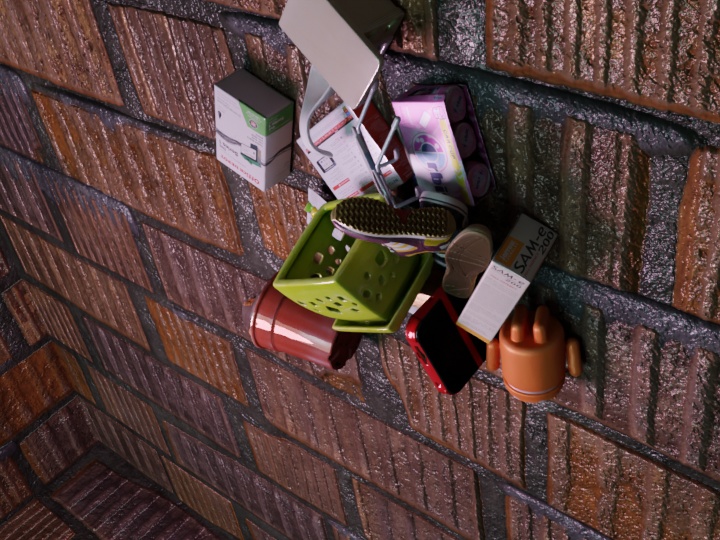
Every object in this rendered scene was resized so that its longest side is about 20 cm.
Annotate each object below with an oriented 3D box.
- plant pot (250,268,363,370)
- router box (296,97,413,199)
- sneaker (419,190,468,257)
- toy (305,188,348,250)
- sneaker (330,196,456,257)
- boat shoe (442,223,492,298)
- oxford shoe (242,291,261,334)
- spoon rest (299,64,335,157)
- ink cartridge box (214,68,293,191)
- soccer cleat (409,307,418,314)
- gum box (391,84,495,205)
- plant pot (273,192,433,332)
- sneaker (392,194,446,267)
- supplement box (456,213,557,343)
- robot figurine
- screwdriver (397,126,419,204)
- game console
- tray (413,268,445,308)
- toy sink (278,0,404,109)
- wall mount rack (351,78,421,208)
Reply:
[{"bbox_3d":[-0.107,0.117,2.005,0.195,0.201,0.201,22,139,23],"label":"plant pot"},{"bbox_3d":[-0.010,-0.214,1.670,0.180,0.049,0.200,54,147,-8],"label":"router box"},{"bbox_3d":[0.141,-0.072,1.522,0.078,0.080,0.200,15,172,20],"label":"sneaker"},{"bbox_3d":[-0.030,-0.081,1.830,0.200,0.047,0.115,39,149,21],"label":"toy"},{"bbox_3d":[0.048,-0.059,1.437,0.199,0.075,0.090,8,148,-7],"label":"sneaker"},{"bbox_3d":[0.181,-0.027,1.492,0.072,0.065,0.200,21,151,8],"label":"boat shoe"},{"bbox_3d":[-0.268,0.099,2.273,0.073,0.071,0.200,47,148,14],"label":"oxford shoe"},{"bbox_3d":[-0.069,-0.301,1.577,0.099,0.060,0.201,21,108,58],"label":"spoon rest"},{"bbox_3d":[-0.215,-0.279,1.813,0.146,0.084,0.200,35,144,22],"label":"ink cartridge box"},{"bbox_3d":[0.054,0.064,1.859,0.200,0.069,0.085,-3,116,46],"label":"soccer cleat"},{"bbox_3d":[0.137,-0.211,1.483,0.113,0.066,0.200,10,130,46],"label":"gum box"},{"bbox_3d":[0.000,0.000,1.599,0.181,0.199,0.200,44,153,-27],"label":"plant pot"},{"bbox_3d":[0.102,-0.051,1.684,0.202,0.077,0.146,35,156,4],"label":"sneaker"},{"bbox_3d":[0.245,0.017,1.523,0.073,0.126,0.200,31,145,8],"label":"supplement box"},{"bbox_3d":[0.309,0.154,1.604,0.117,0.143,0.200,-127,20,-50],"label":"robot figurine"},{"bbox_3d":[0.092,-0.179,1.560,0.029,0.028,0.200,30,159,30],"label":"screwdriver"},{"bbox_3d":[0.173,0.112,1.637,0.031,0.177,0.200,17,147,47],"label":"game console"},{"bbox_3d":[0.115,0.030,1.719,0.200,0.099,0.037,12,121,43],"label":"tray"},{"bbox_3d":[-0.015,-0.386,1.447,0.200,0.112,0.130,50,147,8],"label":"toy sink"},{"bbox_3d":[0.037,-0.204,1.477,0.174,0.074,0.200,65,-179,-46],"label":"wall mount rack"}]
